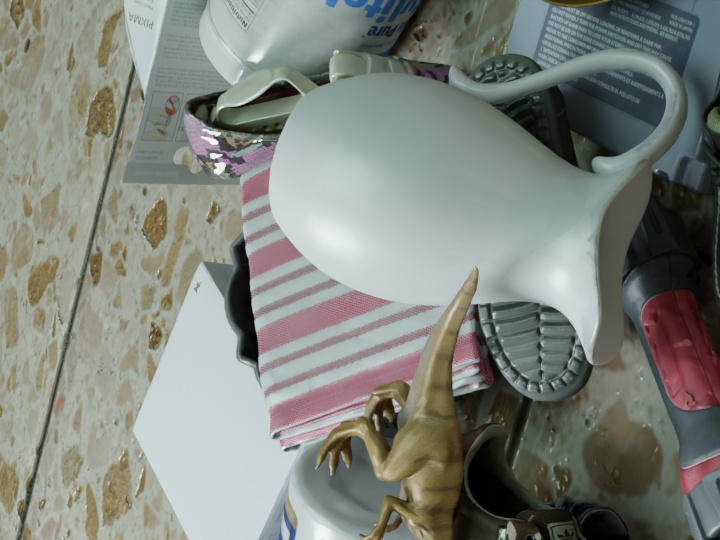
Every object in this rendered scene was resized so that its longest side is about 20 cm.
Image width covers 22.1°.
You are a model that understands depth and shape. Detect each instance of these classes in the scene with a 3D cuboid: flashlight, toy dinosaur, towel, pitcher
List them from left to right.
[{"bbox_3d":[0.000,0.000,1.133,0.146,0.030,0.201,-20,60,20],"label":"towel"},{"bbox_3d":[0.034,0.085,0.988,0.106,0.060,0.201,13,105,43],"label":"toy dinosaur"},{"bbox_3d":[0.065,-0.057,1.000,0.199,0.121,0.172,18,75,21],"label":"pitcher"},{"bbox_3d":[0.179,0.054,0.980,0.068,0.068,0.201,-34,54,27],"label":"flashlight"}]

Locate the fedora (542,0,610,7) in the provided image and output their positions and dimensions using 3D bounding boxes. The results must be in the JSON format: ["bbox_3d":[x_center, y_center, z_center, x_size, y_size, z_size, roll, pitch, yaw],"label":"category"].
[{"bbox_3d":[0.135,-0.247,1.045,0.200,0.082,0.201,-30,45,35],"label":"fedora"}]

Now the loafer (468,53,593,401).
[{"bbox_3d":[0.109,-0.025,1.072,0.075,0.070,0.201,-5,91,29],"label":"loafer"}]

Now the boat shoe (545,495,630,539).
[{"bbox_3d":[0.122,0.160,1.044,0.200,0.072,0.068,37,117,51],"label":"boat shoe"}]

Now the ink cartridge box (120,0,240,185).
[{"bbox_3d":[-0.115,-0.165,1.386,0.047,0.160,0.201,26,107,33],"label":"ink cartridge box"}]

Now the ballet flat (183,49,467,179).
[{"bbox_3d":[-0.027,-0.111,1.232,0.199,0.071,0.069,-11,49,17],"label":"ballet flat"}]

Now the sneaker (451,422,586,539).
[{"bbox_3d":[0.093,0.168,0.977,0.200,0.070,0.076,52,127,34],"label":"sneaker"}]

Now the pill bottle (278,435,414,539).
[{"bbox_3d":[-0.005,0.214,1.180,0.111,0.111,0.201,51,138,48],"label":"pill bottle"}]

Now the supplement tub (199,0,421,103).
[{"bbox_3d":[-0.015,-0.217,1.270,0.200,0.132,0.132,-57,41,37],"label":"supplement tub"}]

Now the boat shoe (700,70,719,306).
[{"bbox_3d":[0.207,-0.072,0.958,0.072,0.066,0.202,21,102,55],"label":"boat shoe"}]

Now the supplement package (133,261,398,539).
[{"bbox_3d":[-0.058,0.116,1.294,0.200,0.111,0.156,54,128,47],"label":"supplement package"}]

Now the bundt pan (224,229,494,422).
[{"bbox_3d":[0.016,0.009,1.179,0.201,0.076,0.203,-10,67,24],"label":"bundt pan"}]

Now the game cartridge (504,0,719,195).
[{"bbox_3d":[0.160,-0.137,1.073,0.200,0.041,0.134,37,111,53],"label":"game cartridge"}]
